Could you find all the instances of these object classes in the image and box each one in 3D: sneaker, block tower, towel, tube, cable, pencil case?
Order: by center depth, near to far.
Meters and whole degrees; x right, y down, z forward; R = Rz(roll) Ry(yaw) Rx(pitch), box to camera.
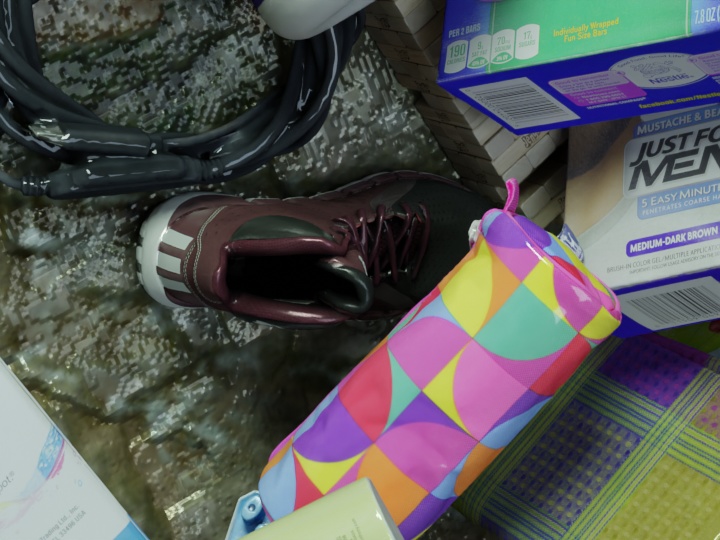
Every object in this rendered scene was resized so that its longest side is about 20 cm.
[{"bbox_3d":[-0.074,0.159,0.964,0.199,0.052,0.058,-28,74,1],"label":"tube"},{"bbox_3d":[-0.091,-0.119,1.009,0.199,0.051,0.165,-8,100,-24],"label":"cable"},{"bbox_3d":[0.037,0.058,1.014,0.088,0.088,0.200,34,103,-30],"label":"pencil case"},{"bbox_3d":[0.000,0.000,1.039,0.199,0.115,0.076,-7,104,-27],"label":"sneaker"},{"bbox_3d":[0.052,-0.106,1.080,0.054,0.058,0.200,-42,116,-15],"label":"block tower"},{"bbox_3d":[0.136,0.100,1.088,0.144,0.200,0.023,-50,126,-10],"label":"towel"}]

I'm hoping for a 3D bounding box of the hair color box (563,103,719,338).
[{"bbox_3d":[0.163,-0.077,1.066,0.065,0.109,0.201,30,57,-44],"label":"hair color box"}]

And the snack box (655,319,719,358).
[{"bbox_3d":[0.200,0.094,1.121,0.142,0.200,0.053,-45,120,-13],"label":"snack box"}]

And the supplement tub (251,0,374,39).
[{"bbox_3d":[-0.027,-0.219,0.935,0.145,0.145,0.201,-34,93,-18],"label":"supplement tub"}]

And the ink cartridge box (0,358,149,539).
[{"bbox_3d":[-0.202,0.113,0.971,0.144,0.085,0.201,-42,119,-15],"label":"ink cartridge box"}]

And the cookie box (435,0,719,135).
[{"bbox_3d":[0.131,-0.179,1.002,0.075,0.170,0.202,28,62,-47],"label":"cookie box"}]

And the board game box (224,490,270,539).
[{"bbox_3d":[0.003,0.233,1.061,0.199,0.026,0.201,18,79,3],"label":"board game box"}]
